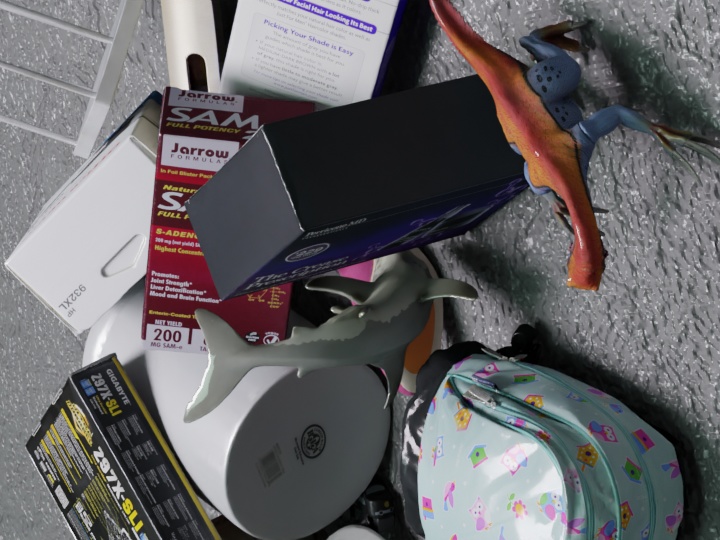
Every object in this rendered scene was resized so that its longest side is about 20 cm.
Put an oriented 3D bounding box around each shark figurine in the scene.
[{"bbox_3d":[-0.006,0.055,1.436,0.128,0.214,0.090,18,121,41],"label":"shark figurine"}]

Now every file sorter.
[{"bbox_3d":[-0.234,-0.214,1.692,0.139,0.124,0.200,134,151,-71],"label":"file sorter"}]

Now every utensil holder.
[{"bbox_3d":[-0.096,0.098,1.700,0.200,0.170,0.170,31,130,45],"label":"utensil holder"}]

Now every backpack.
[{"bbox_3d":[0.115,0.142,1.412,0.200,0.127,0.167,21,119,50],"label":"backpack"}]

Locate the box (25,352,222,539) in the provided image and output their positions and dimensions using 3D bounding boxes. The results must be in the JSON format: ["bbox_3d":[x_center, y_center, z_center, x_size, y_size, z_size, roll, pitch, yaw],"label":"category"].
[{"bbox_3d":[-0.181,0.185,1.682,0.200,0.049,0.160,59,148,12],"label":"box"}]

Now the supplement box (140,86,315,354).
[{"bbox_3d":[-0.097,-0.030,1.547,0.061,0.109,0.200,-90,7,-51],"label":"supplement box"}]

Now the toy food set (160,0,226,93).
[{"bbox_3d":[-0.115,-0.164,1.640,0.200,0.060,0.144,-104,8,-71],"label":"toy food set"}]

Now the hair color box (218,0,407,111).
[{"bbox_3d":[-0.024,-0.189,1.488,0.109,0.065,0.200,21,135,3],"label":"hair color box"}]

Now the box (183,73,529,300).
[{"bbox_3d":[0.006,-0.057,1.414,0.141,0.200,0.079,-42,67,58],"label":"box"}]

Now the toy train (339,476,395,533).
[{"bbox_3d":[-0.036,0.160,1.759,0.200,0.034,0.046,27,123,50],"label":"toy train"}]

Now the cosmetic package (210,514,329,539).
[{"bbox_3d":[-0.065,0.283,1.715,0.087,0.103,0.200,57,-170,-42],"label":"cosmetic package"}]

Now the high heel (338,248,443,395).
[{"bbox_3d":[0.000,0.000,1.582,0.096,0.067,0.200,-27,79,55],"label":"high heel"}]

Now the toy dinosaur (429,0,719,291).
[{"bbox_3d":[0.106,-0.069,1.293,0.182,0.200,0.105,-73,4,-57],"label":"toy dinosaur"}]

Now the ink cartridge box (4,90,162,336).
[{"bbox_3d":[-0.189,-0.049,1.699,0.084,0.145,0.200,44,-170,-10],"label":"ink cartridge box"}]

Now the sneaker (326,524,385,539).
[{"bbox_3d":[0.021,0.294,1.693,0.200,0.075,0.088,64,168,2],"label":"sneaker"}]
